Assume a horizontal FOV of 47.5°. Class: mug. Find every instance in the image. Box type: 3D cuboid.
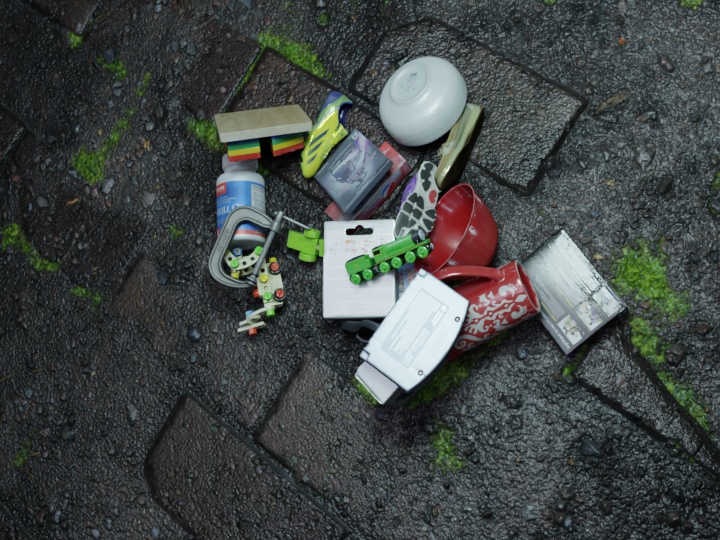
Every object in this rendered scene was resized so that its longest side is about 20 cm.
[{"bbox_3d":[0.226,0.067,1.559,0.197,0.177,0.136,-26,62,20],"label":"mug"}]

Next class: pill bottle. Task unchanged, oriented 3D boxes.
[{"bbox_3d":[-0.268,-0.156,1.828,0.110,0.112,0.205,-8,77,17],"label":"pill bottle"}]

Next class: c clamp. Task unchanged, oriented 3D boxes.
[{"bbox_3d":[-0.227,-0.047,1.741,0.169,0.027,0.203,30,87,1],"label":"c clamp"}]

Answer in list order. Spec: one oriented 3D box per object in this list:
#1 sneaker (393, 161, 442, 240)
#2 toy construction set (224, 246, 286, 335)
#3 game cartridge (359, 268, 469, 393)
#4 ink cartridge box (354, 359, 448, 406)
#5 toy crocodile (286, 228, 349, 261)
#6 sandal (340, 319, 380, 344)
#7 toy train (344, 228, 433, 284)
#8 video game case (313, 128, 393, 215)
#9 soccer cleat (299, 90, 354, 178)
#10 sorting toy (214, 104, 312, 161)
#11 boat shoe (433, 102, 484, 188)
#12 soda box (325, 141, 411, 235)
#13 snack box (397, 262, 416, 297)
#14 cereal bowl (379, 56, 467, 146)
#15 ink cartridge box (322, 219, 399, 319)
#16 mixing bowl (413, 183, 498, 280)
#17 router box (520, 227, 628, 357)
[{"bbox_3d":[0.115,-0.129,1.691,0.080,0.083,0.202,35,56,-13],"label":"sneaker"},{"bbox_3d":[-0.232,0.037,1.791,0.128,0.092,0.205,-10,84,-9],"label":"toy construction set"},{"bbox_3d":[0.106,0.113,1.484,0.132,0.041,0.201,34,80,19],"label":"game cartridge"},{"bbox_3d":[0.087,0.186,1.599,0.084,0.200,0.146,44,95,19],"label":"ink cartridge box"},{"bbox_3d":[-0.074,-0.050,1.773,0.196,0.061,0.069,12,100,25],"label":"toy crocodile"},{"bbox_3d":[0.018,0.132,1.654,0.075,0.199,0.044,20,79,-19],"label":"sandal"},{"bbox_3d":[0.055,-0.027,1.629,0.197,0.042,0.057,-23,93,26],"label":"toy train"},{"bbox_3d":[-0.018,-0.214,1.746,0.143,0.019,0.200,-48,34,6],"label":"video game case"},{"bbox_3d":[-0.075,-0.298,1.816,0.082,0.065,0.204,20,89,7],"label":"soccer cleat"},{"bbox_3d":[-0.212,-0.298,1.784,0.194,0.200,0.071,-9,113,-10],"label":"sorting toy"},{"bbox_3d":[0.194,-0.262,1.701,0.062,0.073,0.204,21,74,20],"label":"boat shoe"},{"bbox_3d":[0.018,-0.173,1.760,0.070,0.063,0.200,44,95,22],"label":"soda box"},{"bbox_3d":[0.049,0.028,1.734,0.195,0.024,0.074,-10,78,17],"label":"snack box"},{"bbox_3d":[0.120,-0.368,1.719,0.196,0.083,0.204,-16,58,27],"label":"cereal bowl"},{"bbox_3d":[0.000,0.000,1.711,0.158,0.050,0.205,-1,80,12],"label":"ink cartridge box"},{"bbox_3d":[0.204,-0.058,1.629,0.107,0.200,0.203,27,89,-19],"label":"mixing bowl"},{"bbox_3d":[0.401,0.042,1.599,0.148,0.051,0.202,-39,70,10],"label":"router box"}]
